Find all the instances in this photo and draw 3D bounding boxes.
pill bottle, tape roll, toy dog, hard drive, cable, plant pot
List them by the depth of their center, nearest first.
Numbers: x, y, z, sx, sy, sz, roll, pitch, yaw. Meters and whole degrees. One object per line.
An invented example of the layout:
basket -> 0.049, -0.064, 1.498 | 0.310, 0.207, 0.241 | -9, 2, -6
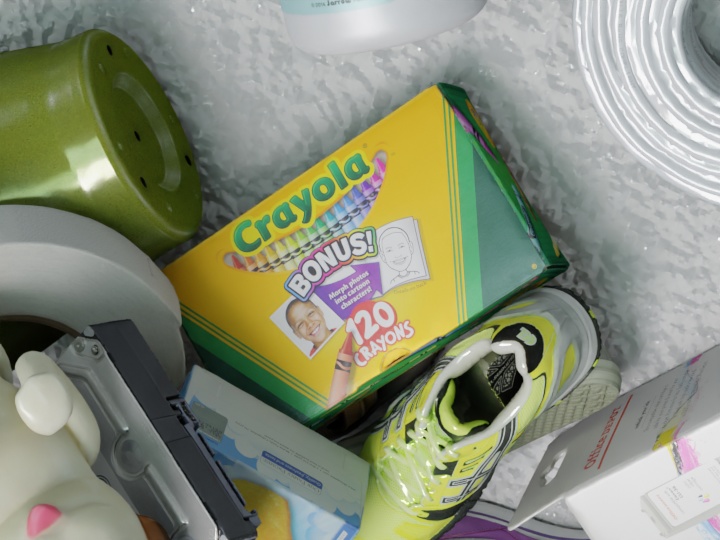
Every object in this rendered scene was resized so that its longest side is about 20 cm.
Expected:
toy dog -> -0.185, 0.120, 0.969 | 0.200, 0.139, 0.194 | 37, 136, 26
cable -> 0.208, -0.128, 1.020 | 0.200, 0.069, 0.200 | 48, 118, -3
pill bottle -> -0.005, -0.220, 1.036 | 0.110, 0.111, 0.201 | -5, 109, 22
hard drive -> -0.149, 0.140, 1.051 | 0.200, 0.038, 0.140 | -46, 69, 30
tape roll -> -0.194, 0.054, 1.094 | 0.202, 0.037, 0.203 | -9, 131, -11
plant pot -> -0.202, -0.041, 1.148 | 0.192, 0.200, 0.201 | -24, 102, 16

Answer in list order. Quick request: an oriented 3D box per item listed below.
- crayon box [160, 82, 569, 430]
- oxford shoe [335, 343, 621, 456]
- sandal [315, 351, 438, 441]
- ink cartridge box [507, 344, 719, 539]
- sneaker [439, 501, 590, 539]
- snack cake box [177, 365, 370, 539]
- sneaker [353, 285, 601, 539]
crayon box -> 0.000, 0.000, 1.117 | 0.200, 0.058, 0.119 | -34, 80, 16
oxford shoe -> 0.064, 0.075, 1.166 | 0.200, 0.075, 0.058 | -27, 61, 35
sandal -> -0.024, 0.061, 1.189 | 0.082, 0.055, 0.200 | 48, 118, -4
ink cartridge box -> 0.186, 0.098, 1.094 | 0.200, 0.116, 0.068 | -31, 99, 28
sneaker -> 0.119, 0.199, 1.161 | 0.200, 0.114, 0.073 | 7, 112, 16
snack cake box -> -0.095, 0.164, 1.109 | 0.115, 0.067, 0.200 | 29, 118, -10
sneaker -> 0.043, 0.085, 1.089 | 0.075, 0.076, 0.200 | 45, 117, 17
